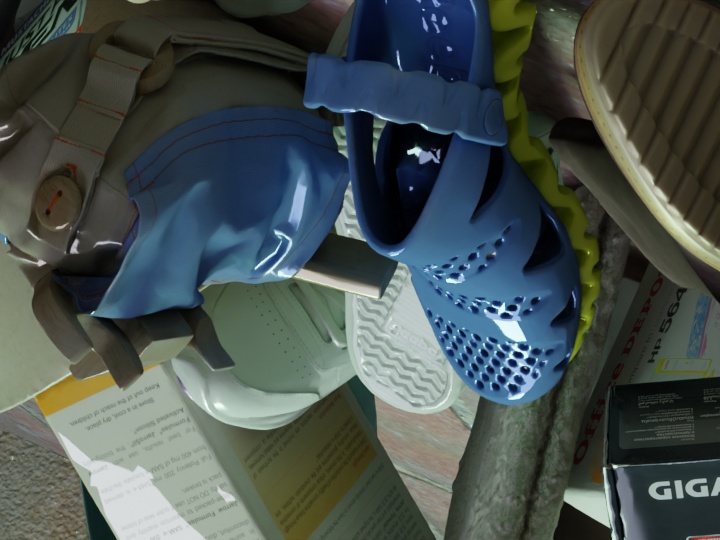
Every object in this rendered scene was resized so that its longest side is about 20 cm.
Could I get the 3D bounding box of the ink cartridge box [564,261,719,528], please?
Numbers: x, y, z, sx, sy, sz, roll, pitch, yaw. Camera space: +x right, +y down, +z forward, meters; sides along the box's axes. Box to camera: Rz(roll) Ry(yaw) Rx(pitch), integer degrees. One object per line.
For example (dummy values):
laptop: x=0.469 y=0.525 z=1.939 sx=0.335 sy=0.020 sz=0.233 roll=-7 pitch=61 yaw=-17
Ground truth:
ink cartridge box: x=0.182 y=0.067 z=1.248 sx=0.125 sy=0.129 sz=0.200 roll=30 pitch=168 yaw=-19

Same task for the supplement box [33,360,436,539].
supplement box: x=-0.045 y=0.103 z=1.331 sx=0.073 sy=0.126 sz=0.200 roll=-25 pitch=100 yaw=29

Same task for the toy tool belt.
toy tool belt: x=-0.077 y=-0.019 z=1.047 sx=0.123 sy=0.125 sz=0.200 roll=45 pitch=-147 yaw=19

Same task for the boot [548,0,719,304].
boot: x=0.110 y=-0.036 z=1.091 sx=0.200 sy=0.072 sz=0.166 roll=41 pitch=169 yaw=-29

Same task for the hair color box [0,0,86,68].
hair color box: x=-0.142 y=-0.109 z=1.049 sx=0.064 sy=0.111 sz=0.200 roll=33 pitch=151 yaw=8

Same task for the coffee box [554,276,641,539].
coffee box: x=0.124 y=0.115 z=1.387 sx=0.113 sy=0.201 sz=0.080 roll=21 pitch=170 yaw=-8

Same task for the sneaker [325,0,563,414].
sneaker: x=0.037 y=-0.056 z=1.168 sx=0.074 sy=0.118 sz=0.201 roll=16 pitch=131 yaw=18

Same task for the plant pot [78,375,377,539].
plant pot: x=-0.067 y=0.070 z=1.499 sx=0.134 sy=0.201 sz=0.200 roll=-7 pitch=175 yaw=-12

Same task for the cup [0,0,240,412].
cup: x=-0.116 y=-0.053 z=1.286 sx=0.143 sy=0.200 sz=0.200 roll=55 pitch=164 yaw=-6

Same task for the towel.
towel: x=0.071 y=0.061 z=1.295 sx=0.034 sy=0.201 sz=0.133 roll=16 pitch=170 yaw=-4

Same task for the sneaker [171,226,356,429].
sneaker: x=0.000 y=0.000 z=1.277 sx=0.075 sy=0.200 sz=0.100 roll=55 pitch=137 yaw=8

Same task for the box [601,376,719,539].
box: x=0.196 y=0.106 z=1.102 sx=0.199 sy=0.046 sz=0.159 roll=-5 pitch=129 yaw=9

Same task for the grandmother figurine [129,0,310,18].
grandmother figurine: x=-0.095 y=-0.138 z=1.131 sx=0.200 sy=0.061 sz=0.121 roll=16 pitch=174 yaw=30

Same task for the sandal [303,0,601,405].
sandal: x=0.026 y=-0.030 z=1.049 sx=0.079 sy=0.087 sz=0.200 roll=6 pitch=130 yaw=34
